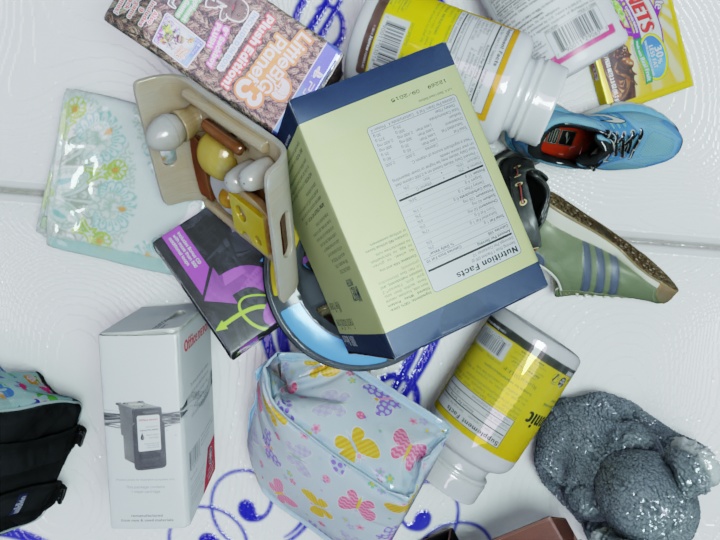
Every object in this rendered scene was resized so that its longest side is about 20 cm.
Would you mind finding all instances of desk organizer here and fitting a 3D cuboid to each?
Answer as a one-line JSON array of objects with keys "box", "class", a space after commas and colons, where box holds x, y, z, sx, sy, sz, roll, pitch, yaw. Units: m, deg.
[{"box": [0.144, 0.329, 0.834, 0.199, 0.072, 0.078, -29, 94, 17], "class": "desk organizer"}]

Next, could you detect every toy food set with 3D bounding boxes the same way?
[{"box": [-0.131, -0.073, 0.663, 0.060, 0.200, 0.145, -32, 142, -28], "class": "toy food set"}]

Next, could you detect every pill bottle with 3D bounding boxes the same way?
[{"box": [0.091, -0.191, 0.710, 0.198, 0.109, 0.110, 23, 96, 6], "class": "pill bottle"}, {"box": [0.144, 0.150, 0.815, 0.111, 0.111, 0.201, 32, 96, -6], "class": "pill bottle"}, {"box": [0.178, -0.295, 0.755, 0.113, 0.113, 0.202, -28, 93, 2], "class": "pill bottle"}]

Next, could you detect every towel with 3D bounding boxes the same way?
[{"box": [-0.239, -0.091, 0.801, 0.198, 0.048, 0.173, 14, 97, -4], "class": "towel"}]

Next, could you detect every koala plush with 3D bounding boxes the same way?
[{"box": [0.287, 0.231, 0.786, 0.183, 0.200, 0.178, 41, 95, -6], "class": "koala plush"}]

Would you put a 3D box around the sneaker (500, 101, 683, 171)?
[{"box": [0.250, -0.129, 0.779, 0.197, 0.090, 0.079, 0, 121, -10], "class": "sneaker"}]

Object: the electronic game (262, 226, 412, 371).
[{"box": [0.000, 0.000, 0.743, 0.197, 0.042, 0.203, 1, 86, -16], "class": "electronic game"}]

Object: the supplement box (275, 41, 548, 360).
[{"box": [0.026, -0.045, 0.628, 0.133, 0.200, 0.202, -23, 90, -12], "class": "supplement box"}]

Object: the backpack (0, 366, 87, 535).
[{"box": [-0.408, 0.190, 0.757, 0.149, 0.200, 0.179, 25, 97, 15], "class": "backpack"}]

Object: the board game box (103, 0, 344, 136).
[{"box": [-0.123, -0.220, 0.733, 0.199, 0.159, 0.097, 33, 96, -5], "class": "board game box"}]

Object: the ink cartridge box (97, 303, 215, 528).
[{"box": [-0.209, 0.145, 0.783, 0.082, 0.145, 0.203, -1, 98, 0], "class": "ink cartridge box"}]

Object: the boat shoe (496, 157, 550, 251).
[{"box": [0.159, -0.067, 0.733, 0.062, 0.202, 0.074, -12, 109, 23], "class": "boat shoe"}]

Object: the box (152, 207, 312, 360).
[{"box": [-0.093, -0.024, 0.773, 0.199, 0.036, 0.143, -36, 82, -17], "class": "box"}]

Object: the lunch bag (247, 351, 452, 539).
[{"box": [-0.027, 0.183, 0.772, 0.199, 0.127, 0.171, 29, 135, 13], "class": "lunch bag"}]

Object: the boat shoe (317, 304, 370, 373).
[{"box": [-0.035, 0.031, 0.815, 0.071, 0.065, 0.202, -27, 97, 1], "class": "boat shoe"}]

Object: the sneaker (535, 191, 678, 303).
[{"box": [0.252, -0.004, 0.829, 0.199, 0.067, 0.090, 31, 117, -15], "class": "sneaker"}]

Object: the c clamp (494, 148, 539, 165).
[{"box": [0.115, -0.167, 0.814, 0.198, 0.027, 0.173, -22, 99, 0], "class": "c clamp"}]

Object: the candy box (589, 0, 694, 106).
[{"box": [0.289, -0.283, 0.807, 0.101, 0.026, 0.202, -19, 98, -1], "class": "candy box"}]
